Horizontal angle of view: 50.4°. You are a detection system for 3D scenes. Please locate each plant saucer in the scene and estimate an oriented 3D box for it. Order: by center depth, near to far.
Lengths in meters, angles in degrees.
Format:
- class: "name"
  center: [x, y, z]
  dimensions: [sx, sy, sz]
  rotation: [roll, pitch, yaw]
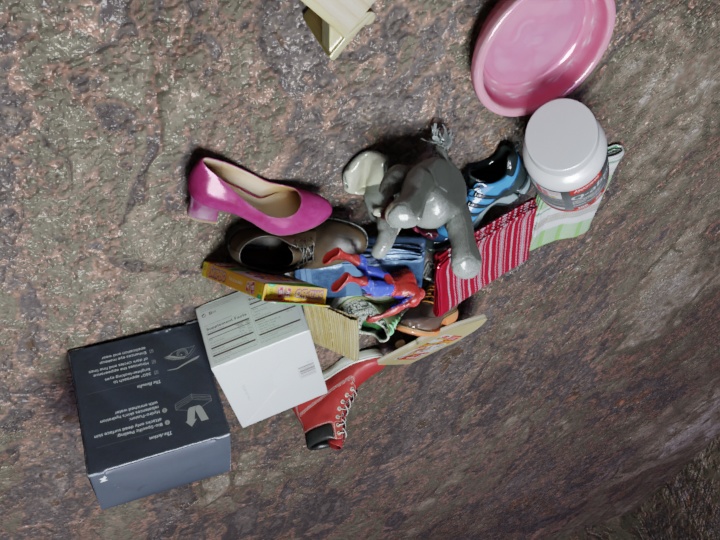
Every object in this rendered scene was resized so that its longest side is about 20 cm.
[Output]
- class: "plant saucer"
  center: [0.222, -0.289, 0.959]
  dimensions: [0.196, 0.052, 0.203]
  rotation: [-18, 145, -13]

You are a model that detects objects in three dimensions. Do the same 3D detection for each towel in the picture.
- class: "towel"
  center: [0.000, 0.000, 1.136]
  dimensions: [0.194, 0.050, 0.113]
  rotation: [-3, 144, -3]
- class: "towel"
  center: [0.192, -0.016, 1.181]
  dimensions: [0.197, 0.023, 0.146]
  rotation: [-30, 145, -18]
- class: "towel"
  center: [0.355, -0.116, 1.287]
  dimensions: [0.146, 0.031, 0.202]
  rotation: [-15, 144, -15]

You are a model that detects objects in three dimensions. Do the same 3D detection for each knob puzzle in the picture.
- class: "knob puzzle"
  center: [0.140, 0.118, 1.402]
  dimensions: [0.215, 0.031, 0.220]
  rotation: [-21, 164, -6]

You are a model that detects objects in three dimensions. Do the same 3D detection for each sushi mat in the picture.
- class: "sushi mat"
  center: [-0.045, 0.095, 1.219]
  dimensions: [0.012, 0.094, 0.201]
  rotation: [-61, 168, -22]

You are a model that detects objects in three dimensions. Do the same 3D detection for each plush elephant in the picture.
- class: "plush elephant"
  center: [0.059, -0.086, 1.034]
  dimensions: [0.163, 0.205, 0.153]
  rotation: [27, 144, -35]

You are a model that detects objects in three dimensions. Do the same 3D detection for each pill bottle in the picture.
- class: "pill bottle"
  center: [0.287, -0.158, 1.068]
  dimensions: [0.115, 0.117, 0.199]
  rotation: [-34, 162, 12]

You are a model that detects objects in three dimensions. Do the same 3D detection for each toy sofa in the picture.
- class: "toy sofa"
  center: [-0.067, -0.301, 0.722]
  dimensions: [0.098, 0.084, 0.198]
  rotation: [-45, 142, 18]

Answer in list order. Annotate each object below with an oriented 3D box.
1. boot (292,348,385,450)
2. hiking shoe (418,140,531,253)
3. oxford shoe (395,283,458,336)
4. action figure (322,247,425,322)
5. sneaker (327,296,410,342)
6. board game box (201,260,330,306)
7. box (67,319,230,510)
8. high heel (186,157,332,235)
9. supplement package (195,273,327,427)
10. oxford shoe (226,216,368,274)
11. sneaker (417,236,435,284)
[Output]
- class: "boot"
  center: [-0.023, 0.242, 1.393]
  dimensions: [0.197, 0.146, 0.073]
  rotation: [-28, 144, 0]
- class: "hiking shoe"
  center: [0.159, -0.111, 1.139]
  dimensions: [0.199, 0.075, 0.087]
  rotation: [-39, 138, -1]
- class: "oxford shoe"
  center: [0.112, 0.059, 1.273]
  dimensions: [0.199, 0.070, 0.075]
  rotation: [-23, 123, -63]
- class: "action figure"
  center: [0.012, 0.030, 1.060]
  dimensions: [0.098, 0.067, 0.197]
  rotation: [-36, 148, 31]
- class: "sneaker"
  center: [0.032, 0.089, 1.281]
  dimensions: [0.197, 0.090, 0.077]
  rotation: [11, 132, -42]
- class: "board game box"
  center: [-0.127, 0.017, 1.014]
  dimensions: [0.094, 0.198, 0.031]
  rotation: [6, 99, -37]
- class: "box"
  center: [-0.304, 0.206, 1.110]
  dimensions: [0.192, 0.203, 0.119]
  rotation: [-12, 144, -18]
- class: "high heel"
  center: [-0.119, -0.100, 0.961]
  dimensions: [0.195, 0.069, 0.096]
  rotation: [6, 146, -20]
- class: "supplement package"
  center: [-0.149, 0.128, 1.191]
  dimensions: [0.152, 0.112, 0.202]
  rotation: [-21, 146, -8]
- class: "oxford shoe"
  center: [-0.078, -0.025, 1.031]
  dimensions: [0.195, 0.085, 0.075]
  rotation: [-7, 112, -15]
- class: "sneaker"
  center: [0.133, -0.007, 1.220]
  dimensions: [0.195, 0.084, 0.077]
  rotation: [-5, 156, -29]
